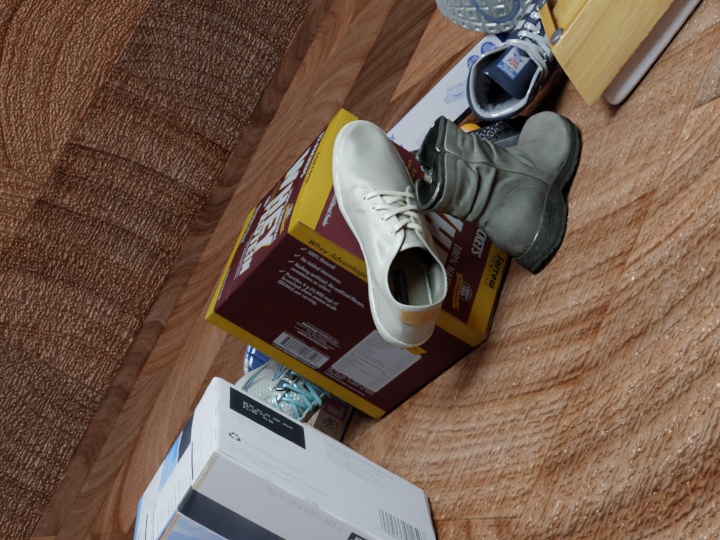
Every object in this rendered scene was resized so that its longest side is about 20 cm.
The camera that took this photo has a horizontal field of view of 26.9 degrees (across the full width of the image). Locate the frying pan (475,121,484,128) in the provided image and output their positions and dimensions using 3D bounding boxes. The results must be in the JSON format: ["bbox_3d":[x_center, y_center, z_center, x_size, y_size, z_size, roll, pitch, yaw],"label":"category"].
[{"bbox_3d":[0.074,-0.106,1.692,0.116,0.031,0.190,-64,11,-12],"label":"frying pan"}]

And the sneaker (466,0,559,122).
[{"bbox_3d":[0.169,-0.223,1.417,0.201,0.070,0.108,-57,-8,22],"label":"sneaker"}]

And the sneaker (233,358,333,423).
[{"bbox_3d":[-0.058,0.103,1.445,0.086,0.078,0.200,-30,18,37],"label":"sneaker"}]

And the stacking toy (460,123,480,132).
[{"bbox_3d":[0.066,-0.076,1.531,0.201,0.116,0.110,-53,12,-24],"label":"stacking toy"}]

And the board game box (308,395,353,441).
[{"bbox_3d":[-0.044,0.142,1.577,0.134,0.034,0.201,-38,25,57],"label":"board game box"}]

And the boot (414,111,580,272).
[{"bbox_3d":[0.115,-0.098,1.286,0.068,0.130,0.201,-48,17,37],"label":"boot"}]

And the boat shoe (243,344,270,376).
[{"bbox_3d":[-0.068,0.057,1.645,0.201,0.072,0.072,-56,5,-29],"label":"boat shoe"}]

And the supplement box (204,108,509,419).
[{"bbox_3d":[0.000,0.000,1.360,0.200,0.196,0.134,-42,22,50],"label":"supplement box"}]

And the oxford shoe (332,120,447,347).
[{"bbox_3d":[0.027,-0.037,1.229,0.058,0.074,0.202,126,135,-58],"label":"oxford shoe"}]

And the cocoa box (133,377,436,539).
[{"bbox_3d":[-0.058,0.202,1.137,0.132,0.199,0.134,-56,14,14],"label":"cocoa box"}]

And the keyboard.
[{"bbox_3d":[0.068,-0.116,1.461,0.198,0.040,0.104,-19,23,5],"label":"keyboard"}]

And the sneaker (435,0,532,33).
[{"bbox_3d":[0.172,-0.289,1.504,0.198,0.075,0.087,-8,19,19],"label":"sneaker"}]

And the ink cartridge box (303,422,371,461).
[{"bbox_3d":[-0.082,0.257,1.361,0.200,0.083,0.145,-47,19,40],"label":"ink cartridge box"}]

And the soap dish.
[{"bbox_3d":[0.234,-0.253,1.286,0.201,0.081,0.158,-53,14,22],"label":"soap dish"}]

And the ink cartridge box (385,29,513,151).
[{"bbox_3d":[0.099,-0.182,1.596,0.200,0.044,0.094,-43,-2,30],"label":"ink cartridge box"}]
